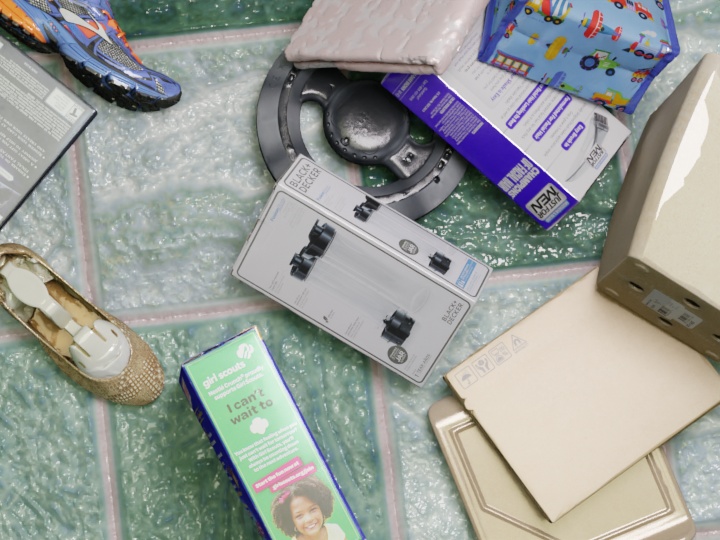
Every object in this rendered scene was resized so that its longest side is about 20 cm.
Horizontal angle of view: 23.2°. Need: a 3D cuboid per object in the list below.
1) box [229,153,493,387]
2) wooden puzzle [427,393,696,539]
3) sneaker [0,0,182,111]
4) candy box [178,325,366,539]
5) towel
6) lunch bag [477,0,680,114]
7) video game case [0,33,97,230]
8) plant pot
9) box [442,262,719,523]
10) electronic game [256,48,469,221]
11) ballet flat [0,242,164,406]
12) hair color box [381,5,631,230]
[{"bbox_3d":[0.000,0.000,1.532,0.200,0.060,0.117,30,127,1],"label":"box"},{"bbox_3d":[0.179,0.180,1.565,0.185,0.037,0.200,-22,80,-5],"label":"wooden puzzle"},{"bbox_3d":[-0.241,-0.214,1.569,0.200,0.075,0.078,35,81,0],"label":"sneaker"},{"bbox_3d":[-0.079,0.157,1.489,0.077,0.169,0.200,-29,86,-9],"label":"candy box"},{"bbox_3d":[0.046,-0.251,1.523,0.032,0.191,0.200,47,63,-38],"label":"towel"},{"bbox_3d":[0.196,-0.259,1.560,0.151,0.094,0.200,18,51,-14],"label":"lunch bag"},{"bbox_3d":[-0.356,-0.111,1.581,0.143,0.019,0.200,39,85,2],"label":"video game case"},{"bbox_3d":[0.314,-0.035,1.495,0.200,0.200,0.177,31,77,1],"label":"plant pot"},{"bbox_3d":[0.200,0.102,1.549,0.200,0.021,0.164,-35,78,-7],"label":"box"},{"bbox_3d":[0.005,-0.133,1.583,0.200,0.042,0.200,1,78,-6],"label":"electronic game"},{"bbox_3d":[-0.258,0.050,1.545,0.200,0.065,0.071,37,84,2],"label":"ballet flat"},{"bbox_3d":[0.130,-0.144,1.552,0.200,0.065,0.109,41,53,0],"label":"hair color box"}]
